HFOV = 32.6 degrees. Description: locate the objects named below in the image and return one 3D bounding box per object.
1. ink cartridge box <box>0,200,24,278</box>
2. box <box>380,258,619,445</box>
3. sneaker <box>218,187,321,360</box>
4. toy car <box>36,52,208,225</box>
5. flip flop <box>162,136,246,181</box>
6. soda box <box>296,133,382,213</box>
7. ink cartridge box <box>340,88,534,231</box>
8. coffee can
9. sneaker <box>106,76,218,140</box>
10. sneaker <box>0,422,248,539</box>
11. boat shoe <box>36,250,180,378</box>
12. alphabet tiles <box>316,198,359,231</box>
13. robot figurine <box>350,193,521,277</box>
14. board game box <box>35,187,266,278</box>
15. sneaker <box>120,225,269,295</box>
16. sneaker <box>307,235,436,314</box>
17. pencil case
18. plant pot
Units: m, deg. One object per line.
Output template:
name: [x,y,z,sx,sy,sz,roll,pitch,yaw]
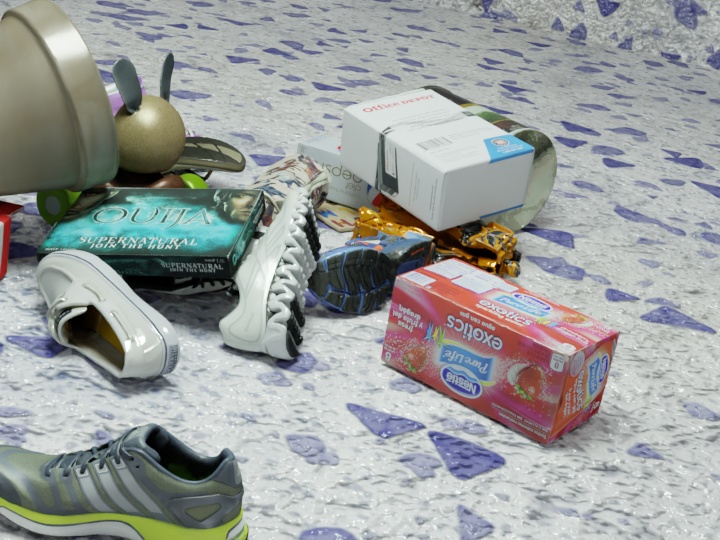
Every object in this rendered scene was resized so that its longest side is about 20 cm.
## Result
ink cartridge box: [-0.417,-0.017,1.189,0.116,0.067,0.200,12,22,5]
box: [0.130,0.072,1.171,0.200,0.096,0.100,25,26,32]
sneaker: [-0.088,-0.004,1.219,0.081,0.075,0.200,0,50,14]
toy car: [-0.262,-0.150,1.409,0.158,0.200,0.164,19,23,22]
flip flop: [-0.245,-0.127,1.569,0.199,0.058,0.081,-8,28,-4]
soda box: [0.014,-0.118,1.611,0.200,0.068,0.064,19,25,22]
ink cartridge box: [0.089,-0.140,1.503,0.144,0.084,0.200,-17,37,-33]
coffee can: [0.146,-0.153,1.668,0.146,0.147,0.200,-8,28,-38]
sneaker: [-0.272,-0.198,1.644,0.200,0.115,0.073,3,21,-21]
sneaker: [-0.174,0.144,0.877,0.199,0.081,0.074,9,21,-1]
boat shoe: [-0.251,0.041,1.126,0.070,0.071,0.200,-10,35,-46]
alphabet tiles: [-0.002,-0.085,1.625,0.166,0.006,0.200,-8,28,-38]
robot figurine: [0.098,-0.035,1.471,0.200,0.058,0.145,17,25,16]
board game box: [-0.208,-0.041,1.241,0.199,0.028,0.135,1,33,11]
sneaker: [-0.158,-0.001,1.276,0.199,0.074,0.080,-1,26,-4]
sneaker: [0.000,0.000,1.347,0.078,0.076,0.200,14,12,35]
pencil case: [-0.096,-0.083,1.477,0.089,0.078,0.200,-8,16,18]
plant pot: [-0.365,-0.154,1.237,0.173,0.200,0.200,-25,37,-28]
